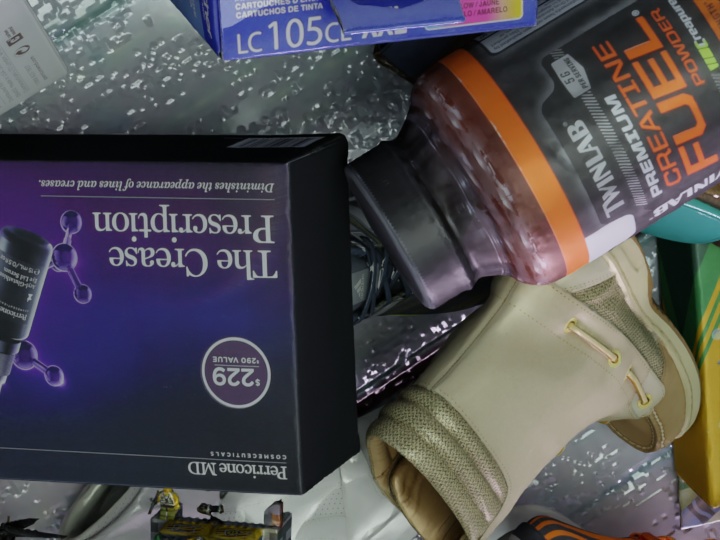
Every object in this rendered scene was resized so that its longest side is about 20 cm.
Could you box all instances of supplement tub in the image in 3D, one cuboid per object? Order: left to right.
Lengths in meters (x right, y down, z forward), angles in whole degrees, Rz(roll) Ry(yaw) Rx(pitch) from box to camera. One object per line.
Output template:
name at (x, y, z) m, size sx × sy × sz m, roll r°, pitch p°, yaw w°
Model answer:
supplement tub at (0.095, -0.064, 1.021) m, size 0.200 × 0.107 × 0.107 m, roll -32°, pitch 113°, yaw -3°

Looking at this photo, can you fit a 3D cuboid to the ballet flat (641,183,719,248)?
ballet flat at (0.178, -0.037, 1.132) m, size 0.200 × 0.068 × 0.072 m, roll 21°, pitch 73°, yaw -17°

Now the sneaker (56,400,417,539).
sneaker at (-0.045, 0.097, 1.154) m, size 0.200 × 0.074 × 0.116 m, roll -38°, pitch 117°, yaw 0°

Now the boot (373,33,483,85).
boot at (0.093, -0.141, 1.103) m, size 0.097 × 0.075 × 0.200 m, roll 31°, pitch 105°, yaw -11°

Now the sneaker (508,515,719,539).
sneaker at (0.165, 0.138, 1.182) m, size 0.200 × 0.078 × 0.112 m, roll 31°, pitch 98°, yaw -35°

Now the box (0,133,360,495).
box at (-0.107, 0.016, 1.047) m, size 0.200 × 0.079 × 0.141 m, roll 1°, pitch 103°, yaw 19°

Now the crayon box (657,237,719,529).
crayon box at (0.218, 0.036, 1.222) m, size 0.126 × 0.052 × 0.200 m, roll -11°, pitch 111°, yaw -12°

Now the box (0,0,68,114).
box at (-0.241, -0.092, 0.993) m, size 0.200 × 0.097 × 0.124 m, roll -32°, pitch 72°, yaw -4°

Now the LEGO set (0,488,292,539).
LEGO set at (-0.113, 0.149, 1.045) m, size 0.200 × 0.154 × 0.116 m, roll 6°, pitch 100°, yaw 19°

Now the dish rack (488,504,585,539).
dish rack at (0.073, 0.221, 1.245) m, size 0.172 × 0.044 × 0.200 m, roll 35°, pitch 95°, yaw -24°

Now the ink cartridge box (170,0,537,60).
ink cartridge box at (-0.011, -0.143, 1.015) m, size 0.136 × 0.200 × 0.076 m, roll -8°, pitch 110°, yaw -13°

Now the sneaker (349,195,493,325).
sneaker at (0.000, 0.000, 1.130) m, size 0.200 × 0.081 × 0.074 m, roll -7°, pitch 110°, yaw -14°

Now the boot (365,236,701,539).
boot at (0.081, 0.069, 1.131) m, size 0.155 × 0.073 × 0.200 m, roll -53°, pitch 149°, yaw -15°
